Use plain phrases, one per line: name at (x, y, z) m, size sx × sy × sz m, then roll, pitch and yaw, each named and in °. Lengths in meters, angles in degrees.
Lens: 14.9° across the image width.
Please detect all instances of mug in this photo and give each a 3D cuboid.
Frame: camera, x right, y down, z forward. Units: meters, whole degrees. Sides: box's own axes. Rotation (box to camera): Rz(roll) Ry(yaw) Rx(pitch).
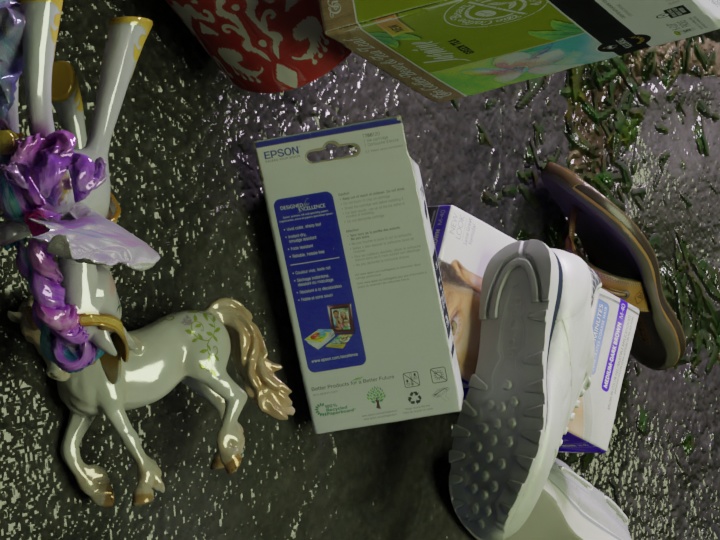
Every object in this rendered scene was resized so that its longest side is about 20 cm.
mug at (-0.070, -0.227, 1.645) m, size 0.200 × 0.133 × 0.178 m, roll 56°, pitch 52°, yaw -40°

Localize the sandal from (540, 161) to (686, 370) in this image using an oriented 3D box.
sandal at (0.177, 0.006, 2.010) m, size 0.055 × 0.082 × 0.200 m, roll -40°, pitch 131°, yaw -17°

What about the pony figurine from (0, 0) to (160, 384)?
pony figurine at (-0.167, -0.041, 1.453) m, size 0.193 × 0.166 × 0.200 m, roll 7°, pitch 81°, yaw -67°

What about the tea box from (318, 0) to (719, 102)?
tea box at (0.090, -0.201, 1.626) m, size 0.200 × 0.197 × 0.134 m, roll 22°, pitch 58°, yaw -67°

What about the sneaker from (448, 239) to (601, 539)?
sneaker at (0.116, 0.083, 1.814) m, size 0.080 × 0.076 × 0.200 m, roll 23°, pitch 78°, yaw -49°

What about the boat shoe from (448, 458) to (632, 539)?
boat shoe at (0.132, 0.164, 1.953) m, size 0.200 × 0.072 × 0.069 m, roll 31°, pitch 38°, yaw -35°

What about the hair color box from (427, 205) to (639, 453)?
hair color box at (0.097, 0.042, 1.882) m, size 0.200 × 0.065 × 0.109 m, roll 26°, pitch 70°, yaw -37°

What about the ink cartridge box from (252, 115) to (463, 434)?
ink cartridge box at (0.000, 0.000, 1.755) m, size 0.039 × 0.099 × 0.200 m, roll -72°, pitch 153°, yaw -71°

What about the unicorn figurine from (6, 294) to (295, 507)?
unicorn figurine at (-0.134, 0.066, 1.618) m, size 0.200 × 0.074 × 0.137 m, roll -21°, pitch 99°, yaw -49°
